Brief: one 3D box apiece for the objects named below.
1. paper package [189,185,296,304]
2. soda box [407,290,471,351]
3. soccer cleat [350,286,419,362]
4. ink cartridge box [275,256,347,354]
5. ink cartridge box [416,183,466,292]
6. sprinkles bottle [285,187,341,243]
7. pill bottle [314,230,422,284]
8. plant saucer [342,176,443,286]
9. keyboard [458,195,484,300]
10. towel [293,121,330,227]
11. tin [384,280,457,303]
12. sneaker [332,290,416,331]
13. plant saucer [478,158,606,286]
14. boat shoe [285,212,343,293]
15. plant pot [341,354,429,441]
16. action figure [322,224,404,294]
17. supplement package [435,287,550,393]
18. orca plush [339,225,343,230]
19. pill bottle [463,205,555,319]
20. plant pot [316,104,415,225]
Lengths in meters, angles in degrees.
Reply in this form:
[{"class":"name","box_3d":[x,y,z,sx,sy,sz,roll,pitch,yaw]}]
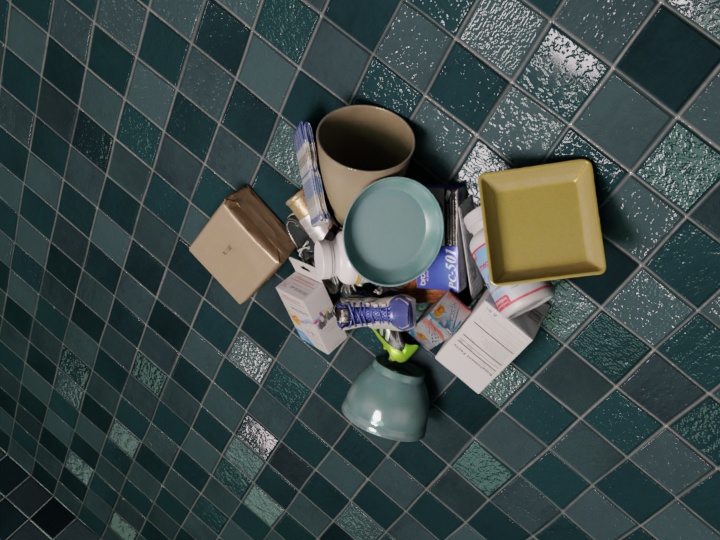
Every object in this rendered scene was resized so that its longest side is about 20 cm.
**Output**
[{"class":"paper package","box_3d":[-0.266,-0.056,1.918,0.191,0.103,0.200,47,133,-1]},{"class":"soda box","box_3d":[0.157,0.104,1.695,0.063,0.068,0.200,42,164,3]},{"class":"soccer cleat","box_3d":[0.052,0.107,1.840,0.081,0.067,0.201,-38,85,14]},{"class":"ink cartridge box","box_3d":[-0.117,0.078,1.881,0.114,0.068,0.202,21,142,49]},{"class":"ink cartridge box","box_3d":[0.156,-0.064,1.629,0.093,0.044,0.204,6,108,30]},{"class":"sprinkles bottle","box_3d":[-0.077,-0.085,1.792,0.068,0.068,0.201,-30,99,43]},{"class":"pill bottle","box_3d":[0.014,-0.030,1.611,0.104,0.196,0.106,175,90,-74]},{"class":"plant saucer","box_3d":[0.056,-0.073,1.539,0.203,0.198,0.036,68,168,-20]},{"class":"keyboard","box_3d":[0.215,-0.043,1.626,0.011,0.056,0.203,3,120,28]},{"class":"towel","box_3d":[-0.099,-0.188,1.680,0.147,0.023,0.204,166,92,-79]},{"class":"tin","box_3d":[0.123,0.009,1.738,0.197,0.042,0.113,-3,121,36]},{"class":"sneaker","box_3d":[0.014,0.092,1.722,0.197,0.114,0.082,5,104,44]},{"class":"plant saucer","box_3d":[0.313,-0.079,1.458,0.196,0.048,0.204,-7,80,10]},{"class":"boat shoe","box_3d":[-0.100,-0.038,1.843,0.200,0.060,0.076,47,134,0]},{"class":"plant pot","box_3d":[0.069,0.271,1.859,0.198,0.200,0.136,22,103,21]},{"class":"action figure","box_3d":[0.000,0.000,1.718,0.199,0.103,0.119,35,153,-1]},{"class":"supplement package","box_3d":[0.260,0.123,1.659,0.119,0.121,0.201,38,133,3]},{"class":"orca plush","box_3d":[0.037,-0.084,1.712,0.197,0.071,0.107,2,120,33]},{"class":"pill bottle","box_3d":[0.267,-0.023,1.538,0.108,0.108,0.202,-38,71,43]},{"class":"plant pot","box_3d":[0.002,-0.179,1.617,0.185,0.188,0.202,27,141,17]}]
